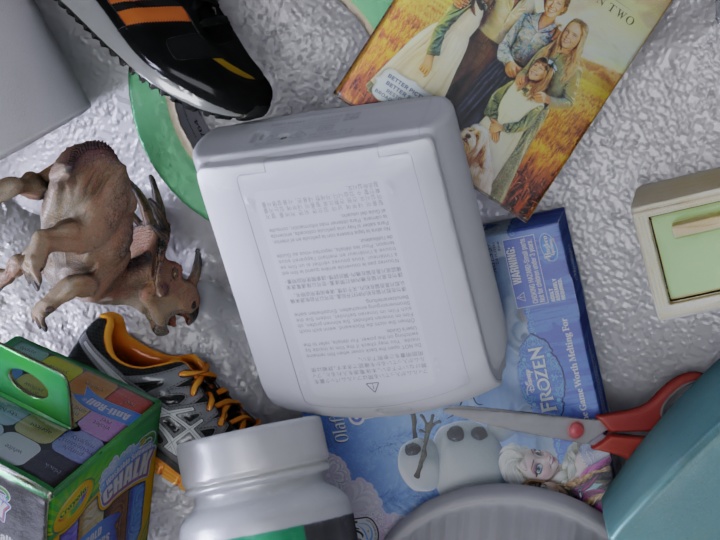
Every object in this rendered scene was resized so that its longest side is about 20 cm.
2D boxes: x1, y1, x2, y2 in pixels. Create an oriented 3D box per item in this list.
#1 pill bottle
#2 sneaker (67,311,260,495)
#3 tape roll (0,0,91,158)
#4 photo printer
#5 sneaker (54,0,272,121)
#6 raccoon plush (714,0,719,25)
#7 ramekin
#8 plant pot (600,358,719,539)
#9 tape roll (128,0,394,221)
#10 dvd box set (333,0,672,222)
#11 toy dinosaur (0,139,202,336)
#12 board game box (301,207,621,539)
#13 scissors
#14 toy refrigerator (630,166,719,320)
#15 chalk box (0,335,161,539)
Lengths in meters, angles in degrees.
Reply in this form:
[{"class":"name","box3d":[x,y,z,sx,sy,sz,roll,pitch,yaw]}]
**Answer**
[{"class":"pill bottle","box3d":[-0.052,0.199,1.205,0.112,0.113,0.202,-13,85,15]},{"class":"sneaker","box3d":[-0.115,0.098,1.297,0.199,0.078,0.078,25,103,5]},{"class":"tape roll","box3d":[-0.288,-0.115,1.211,0.202,0.203,0.140,-26,97,17]},{"class":"photo printer","box3d":[0.000,0.000,1.185,0.165,0.070,0.201,-7,118,18]},{"class":"sneaker","box3d":[-0.122,-0.176,1.177,0.200,0.070,0.090,40,112,14]},{"class":"raccoon plush","box3d":[0.271,-0.207,1.136,0.200,0.097,0.134,-47,126,1]},{"class":"ramekin","box3d":[0.095,0.246,1.255,0.200,0.094,0.204,4,120,6]},{"class":"plant pot","box3d":[0.251,0.125,1.174,0.199,0.141,0.142,-37,95,8]},{"class":"tape roll","box3d":[-0.049,-0.120,1.240,0.199,0.048,0.202,3,105,11]},{"class":"dvd box set","box3d":[0.097,-0.152,1.178,0.146,0.029,0.201,33,96,-7]},{"class":"toy dinosaur","box3d":[-0.169,-0.033,1.231,0.086,0.135,0.201,45,153,28]},{"class":"board game box","box3d":[0.058,0.077,1.271,0.197,0.043,0.202,-11,102,15]},{"class":"scissors","box3d":[0.147,0.109,1.227,0.198,0.014,0.074,-6,101,-19]},{"class":"toy refrigerator","box3d":[0.272,-0.032,1.183,0.198,0.070,0.077,-12,102,15]},{"class":"chalk box","box3d":[-0.213,0.131,1.240,0.124,0.124,0.201,24,123,20]}]
